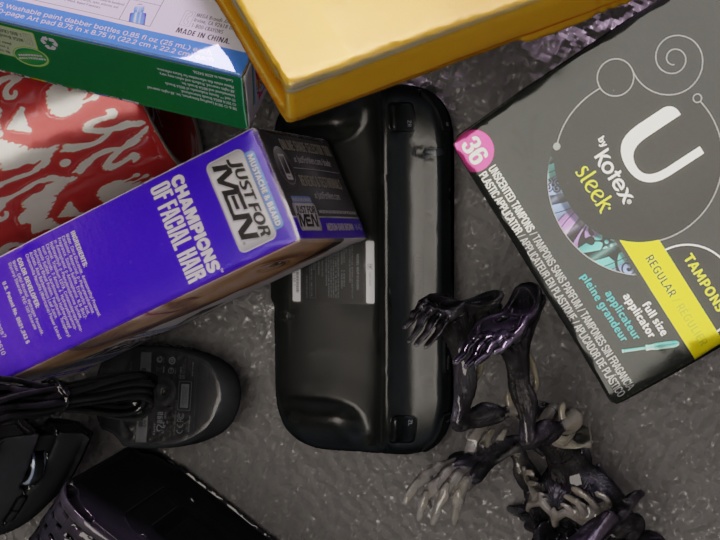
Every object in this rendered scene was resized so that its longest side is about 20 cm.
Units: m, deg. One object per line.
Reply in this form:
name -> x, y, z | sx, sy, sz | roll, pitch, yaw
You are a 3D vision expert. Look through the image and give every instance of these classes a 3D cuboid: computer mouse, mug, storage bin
computer mouse -> -0.158, 0.068, 0.894 | 0.198, 0.034, 0.059 | 4, 86, 19
computer mouse -> -0.205, 0.107, 0.820 | 0.199, 0.139, 0.047 | -32, 65, 40
mug -> -0.204, -0.080, 0.831 | 0.198, 0.134, 0.179 | -21, 111, 10
storage bin -> -0.085, 0.197, 0.830 | 0.199, 0.135, 0.094 | 36, 101, 7

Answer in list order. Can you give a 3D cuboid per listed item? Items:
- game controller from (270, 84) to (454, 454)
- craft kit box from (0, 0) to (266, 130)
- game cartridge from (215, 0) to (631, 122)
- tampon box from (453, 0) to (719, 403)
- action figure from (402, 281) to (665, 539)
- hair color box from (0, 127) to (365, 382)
game controller -> 0.000, 0.000, 0.850 | 0.103, 0.042, 0.203 | 2, 95, 27
craft kit box -> -0.116, -0.177, 0.793 | 0.198, 0.049, 0.199 | 15, 59, 11
game cartridge -> 0.022, -0.164, 0.737 | 0.198, 0.033, 0.177 | -19, 54, -15
tampon box -> 0.172, -0.056, 0.756 | 0.199, 0.126, 0.151 | -34, 87, 13
action figure -> 0.080, 0.106, 0.779 | 0.102, 0.118, 0.201 | -37, 117, -24
hair color box -> -0.108, -0.003, 0.803 | 0.198, 0.109, 0.065 | -26, 84, 17
